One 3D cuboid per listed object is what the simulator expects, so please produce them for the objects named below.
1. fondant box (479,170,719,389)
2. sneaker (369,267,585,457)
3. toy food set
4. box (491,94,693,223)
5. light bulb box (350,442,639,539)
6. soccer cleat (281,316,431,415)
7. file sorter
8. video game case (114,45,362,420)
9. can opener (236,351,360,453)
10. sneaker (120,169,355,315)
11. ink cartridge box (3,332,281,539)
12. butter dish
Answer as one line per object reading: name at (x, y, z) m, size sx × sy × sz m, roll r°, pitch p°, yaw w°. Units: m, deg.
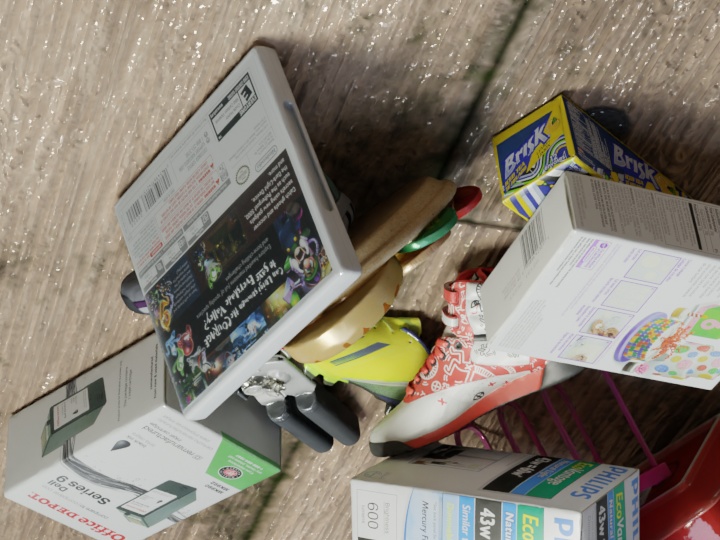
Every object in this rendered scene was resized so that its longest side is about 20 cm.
fondant box at (0.207, 0.011, 1.302) m, size 0.198 × 0.059 × 0.145 m, roll 12°, pitch 139°, yaw -20°
sneaker at (0.077, 0.065, 1.422) m, size 0.200 × 0.067 × 0.108 m, roll -27°, pitch 96°, yaw 17°
toy food set at (0.000, 0.000, 1.280) m, size 0.049 × 0.198 × 0.200 m, roll 51°, pitch 155°, yaw -6°
box at (0.188, -0.046, 1.325) m, size 0.070 × 0.065 × 0.199 m, roll -32°, pitch 134°, yaw 30°
light bulb box at (0.108, 0.252, 1.402) m, size 0.199 × 0.200 × 0.125 m, roll 4°, pitch -168°, yaw 29°
soccer cleat at (0.005, 0.061, 1.463) m, size 0.199 × 0.065 × 0.084 m, roll 29°, pitch 102°, yaw -30°
file sorter at (0.134, 0.176, 1.529) m, size 0.199 × 0.126 × 0.139 m, roll -33°, pitch 170°, yaw 30°
video game case at (-0.091, -0.023, 1.233) m, size 0.023 × 0.183 × 0.200 m, roll 2°, pitch 147°, yaw -42°
can opener at (-0.054, 0.101, 1.500) m, size 0.052 × 0.067 × 0.200 m, roll -15°, pitch 150°, yaw 16°
sneaker at (-0.105, -0.037, 1.321) m, size 0.199 × 0.075 × 0.088 m, roll -22°, pitch 114°, yaw 20°
ink cartridge box at (-0.186, 0.149, 1.520) m, size 0.199 × 0.085 × 0.146 m, roll -30°, pitch 136°, yaw 29°
butter dish at (0.305, 0.239, 1.577) m, size 0.148 × 0.200 × 0.199 m, roll 49°, pitch 127°, yaw -3°
